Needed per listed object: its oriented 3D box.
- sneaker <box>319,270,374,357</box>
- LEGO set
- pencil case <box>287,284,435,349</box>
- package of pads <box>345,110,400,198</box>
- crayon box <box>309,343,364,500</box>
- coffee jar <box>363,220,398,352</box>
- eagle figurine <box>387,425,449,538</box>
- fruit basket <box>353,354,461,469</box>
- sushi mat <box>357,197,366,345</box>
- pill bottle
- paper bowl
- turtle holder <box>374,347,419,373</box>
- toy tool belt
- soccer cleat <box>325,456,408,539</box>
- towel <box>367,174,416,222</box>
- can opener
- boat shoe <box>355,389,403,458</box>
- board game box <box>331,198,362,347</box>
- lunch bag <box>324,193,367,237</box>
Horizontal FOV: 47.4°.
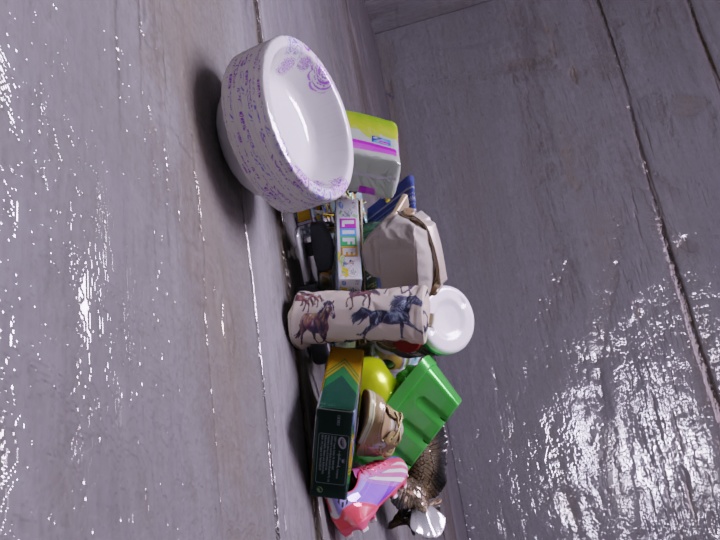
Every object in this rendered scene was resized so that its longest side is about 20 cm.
[{"bbox_3d":[-0.013,0.080,1.386,0.088,0.074,0.205,32,47,-77],"label":"sneaker"},{"bbox_3d":[-0.027,-0.105,1.335,0.200,0.150,0.119,1,76,-78],"label":"LEGO set"},{"bbox_3d":[0.003,0.064,1.111,0.089,0.195,0.080,51,37,-79],"label":"pencil case"},{"bbox_3d":[-0.042,-0.179,1.174,0.156,0.195,0.069,-89,-169,-60],"label":"package of pads"},{"bbox_3d":[-0.028,0.189,1.093,0.201,0.050,0.129,-81,177,-69],"label":"crayon box"},{"bbox_3d":[0.039,0.026,1.333,0.105,0.084,0.203,68,5,-54],"label":"coffee jar"},{"bbox_3d":[0.081,0.365,1.464,0.152,0.147,0.205,-54,142,-65],"label":"eagle figurine"},{"bbox_3d":[0.037,0.208,1.312,0.155,0.211,0.221,26,52,-79],"label":"fruit basket"},{"bbox_3d":[0.000,0.000,1.239,0.096,0.012,0.204,95,-7,-60],"label":"sushi mat"},{"bbox_3d":[0.100,0.094,1.434,0.199,0.111,0.116,-16,-94,61],"label":"pill bottle"},{"bbox_3d":[-0.099,-0.171,0.998,0.200,0.102,0.205,35,48,-51],"label":"paper bowl"},{"bbox_3d":[0.061,0.129,1.588,0.185,0.138,0.135,-23,100,-86],"label":"turtle holder"},{"bbox_3d":[0.069,0.002,1.199,0.124,0.122,0.204,-67,152,-59],"label":"toy tool belt"},{"bbox_3d":[0.012,0.301,1.164,0.078,0.066,0.199,62,28,-1],"label":"soccer cleat"},{"bbox_3d":[0.061,-0.050,1.441,0.023,0.144,0.204,11,62,-31],"label":"towel"},{"bbox_3d":[-0.063,0.033,1.192,0.053,0.065,0.205,-29,111,-82],"label":"can opener"},{"bbox_3d":[0.029,0.218,1.156,0.201,0.065,0.076,94,4,-68],"label":"boat shoe"},{"bbox_3d":[-0.022,0.009,1.230,0.202,0.033,0.137,96,-8,-58],"label":"board game box"},{"bbox_3d":[-0.027,-0.094,1.537,0.160,0.075,0.205,35,45,-76],"label":"lunch bag"}]
